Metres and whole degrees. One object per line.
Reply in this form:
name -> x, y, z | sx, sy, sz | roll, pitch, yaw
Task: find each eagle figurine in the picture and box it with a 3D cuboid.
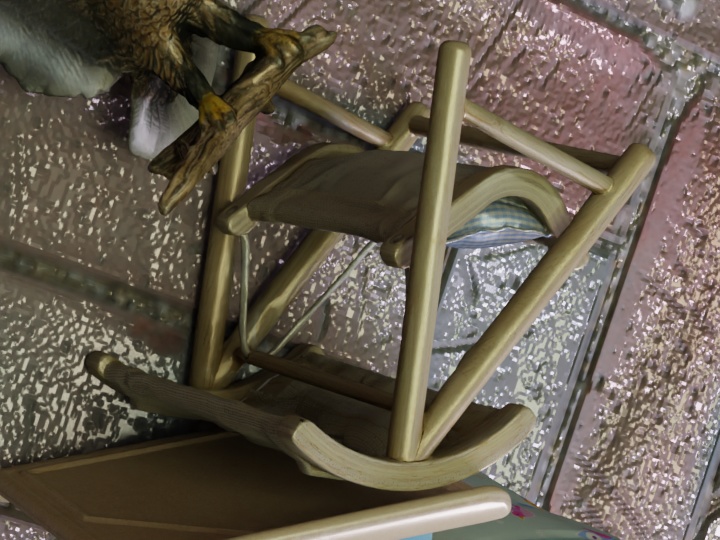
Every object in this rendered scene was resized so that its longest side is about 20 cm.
eagle figurine -> -0.111, -0.142, 1.343 | 0.200, 0.152, 0.151 | 42, 108, -1

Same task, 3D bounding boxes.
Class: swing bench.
swing bench -> 0.000, 0.000, 1.392 | 0.130, 0.199, 0.200 | 26, 84, -33

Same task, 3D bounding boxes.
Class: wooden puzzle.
wooden puzzle -> -0.055, 0.109, 1.369 | 0.185, 0.200, 0.037 | -9, 102, -27

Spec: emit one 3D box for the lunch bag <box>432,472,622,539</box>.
lunch bag -> 0.032, 0.161, 1.458 | 0.200, 0.170, 0.122 | -12, 104, -28
